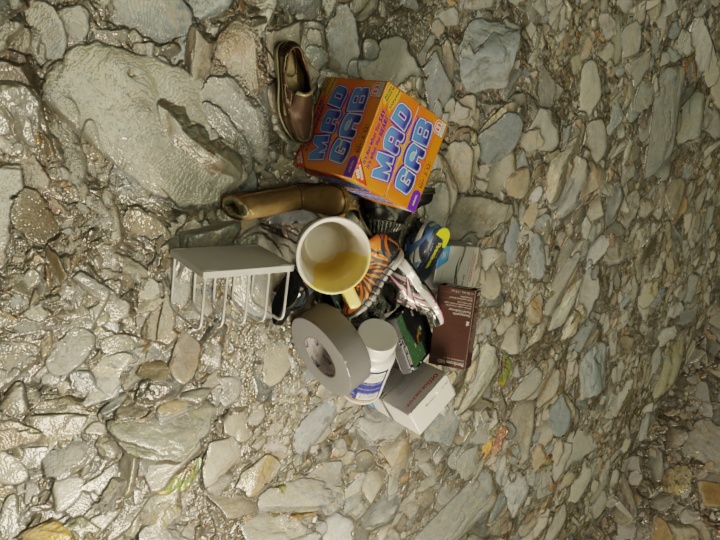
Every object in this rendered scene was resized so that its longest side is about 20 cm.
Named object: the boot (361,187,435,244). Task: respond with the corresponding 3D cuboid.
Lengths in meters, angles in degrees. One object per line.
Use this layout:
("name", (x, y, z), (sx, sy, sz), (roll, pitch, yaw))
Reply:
("boot", (0.091, -0.112, 1.652), (0.209, 0.079, 0.160), (-16, 108, -26))

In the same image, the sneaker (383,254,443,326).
("sneaker", (0.123, 0.058, 1.674), (0.086, 0.080, 0.201), (-33, 105, 9))

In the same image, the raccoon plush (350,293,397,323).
("raccoon plush", (0.014, 0.044, 1.663), (0.200, 0.096, 0.136), (-26, 110, -68))

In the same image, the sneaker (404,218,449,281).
("sneaker", (0.145, -0.037, 1.740), (0.074, 0.082, 0.201), (7, 119, -51))

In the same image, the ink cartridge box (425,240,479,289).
("ink cartridge box", (0.242, -0.016, 1.832), (0.198, 0.066, 0.117), (0, 105, -42))

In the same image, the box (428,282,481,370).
("box", (0.235, 0.138, 1.741), (0.075, 0.099, 0.203), (-9, 106, -68))

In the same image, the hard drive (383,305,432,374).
("hard drive", (0.124, 0.155, 1.715), (0.141, 0.037, 0.200), (69, 24, -7))

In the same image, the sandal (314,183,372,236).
("sandal", (-0.032, -0.114, 1.535), (0.200, 0.054, 0.080), (48, 70, -19))

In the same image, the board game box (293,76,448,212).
("board game box", (0.022, -0.263, 1.457), (0.199, 0.199, 0.202), (21, 90, -44))

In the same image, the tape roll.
("tape roll", (-0.066, 0.173, 1.528), (0.066, 0.199, 0.202), (-34, 125, -29))

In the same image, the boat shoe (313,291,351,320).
("boat shoe", (-0.066, 0.069, 1.561), (0.062, 0.074, 0.201), (-44, 148, -29))

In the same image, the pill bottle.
("pill bottle", (0.018, 0.212, 1.625), (0.115, 0.116, 0.201), (-23, 147, -34))

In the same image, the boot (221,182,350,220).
("boot", (-0.145, -0.130, 1.375), (0.199, 0.174, 0.067), (-15, 107, -42))

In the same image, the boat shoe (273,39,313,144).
("boat shoe", (-0.127, -0.347, 1.376), (0.074, 0.075, 0.204), (-23, 117, -22))

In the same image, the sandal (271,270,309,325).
("sandal", (-0.140, 0.054, 1.433), (0.047, 0.200, 0.076), (1, 69, -21))

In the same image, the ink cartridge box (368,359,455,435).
("ink cartridge box", (0.112, 0.295, 1.729), (0.146, 0.199, 0.086), (-42, 128, -22))

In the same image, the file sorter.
("file sorter", (-0.254, 0.032, 1.355), (0.198, 0.138, 0.126), (-4, 111, -41))

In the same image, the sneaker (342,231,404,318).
("sneaker", (0.000, 0.000, 1.528), (0.112, 0.077, 0.201), (41, 75, -24))

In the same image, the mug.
("mug", (-0.069, -0.025, 1.415), (0.147, 0.153, 0.189), (4, 100, -14))

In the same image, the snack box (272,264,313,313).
("snack box", (-0.108, -0.001, 1.551), (0.200, 0.024, 0.072), (-49, 132, -18))
